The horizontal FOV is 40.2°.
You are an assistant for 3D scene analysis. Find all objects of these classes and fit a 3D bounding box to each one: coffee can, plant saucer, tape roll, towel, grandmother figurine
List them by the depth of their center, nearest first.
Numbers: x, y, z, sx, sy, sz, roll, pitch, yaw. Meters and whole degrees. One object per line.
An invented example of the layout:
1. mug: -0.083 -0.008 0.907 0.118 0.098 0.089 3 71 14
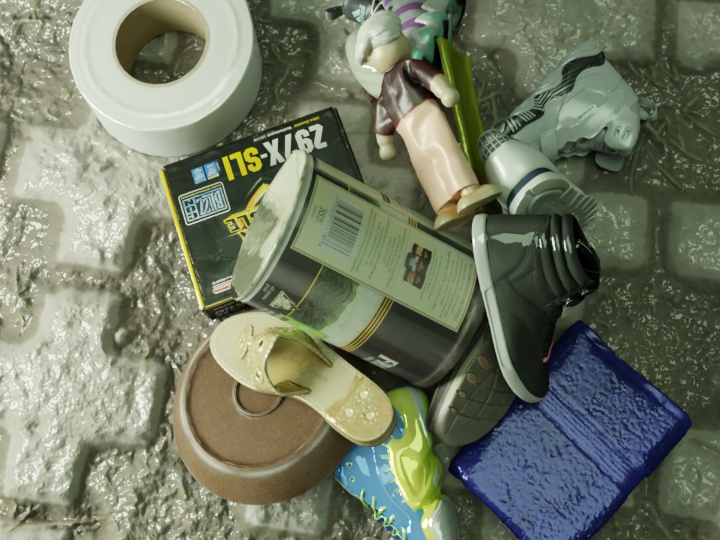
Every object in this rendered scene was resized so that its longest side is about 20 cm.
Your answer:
1. grandmother figurine: 0.050 -0.139 0.881 0.060 0.121 0.203 -14 77 -46
2. coffee can: 0.000 0.000 0.902 0.198 0.146 0.149 26 75 -17
3. towel: 0.198 0.167 0.937 0.147 0.050 0.200 43 78 16
4. towel: 0.111 -0.117 0.937 0.018 0.086 0.204 -15 82 18
5. plant saucer: -0.093 0.119 0.940 0.196 0.035 0.204 -7 62 12
6. tape roll: -0.205 -0.229 1.053 0.198 0.071 0.207 -1 73 3

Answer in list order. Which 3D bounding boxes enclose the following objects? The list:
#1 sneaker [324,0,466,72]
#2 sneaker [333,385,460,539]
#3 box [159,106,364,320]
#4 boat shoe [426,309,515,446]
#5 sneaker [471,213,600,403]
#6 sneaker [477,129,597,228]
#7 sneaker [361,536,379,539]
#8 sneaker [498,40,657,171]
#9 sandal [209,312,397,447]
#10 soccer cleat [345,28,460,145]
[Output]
1. sneaker: 0.026 -0.249 0.999 0.137 0.079 0.201 10 40 12
2. sneaker: 0.033 0.215 0.922 0.103 0.076 0.204 -14 66 11
3. box: -0.090 -0.060 1.011 0.197 0.049 0.162 -19 72 -3
4. boat shoe: 0.115 0.081 0.947 0.075 0.073 0.201 51 60 -28
5. sneaker: 0.166 0.035 0.858 0.097 0.203 0.071 -7 33 21
6. sneaker: 0.166 -0.074 0.931 0.076 0.200 0.081 -43 65 5
7. sneaker: 0.044 0.319 0.824 0.114 0.073 0.201 -42 78 9
8. sneaker: 0.212 -0.133 1.005 0.115 0.075 0.200 40 79 12
9. sandal: -0.060 0.082 0.891 0.210 0.070 0.078 28 72 25
10. soccer cleat: 0.056 -0.189 1.026 0.069 0.078 0.201 -37 76 -8
